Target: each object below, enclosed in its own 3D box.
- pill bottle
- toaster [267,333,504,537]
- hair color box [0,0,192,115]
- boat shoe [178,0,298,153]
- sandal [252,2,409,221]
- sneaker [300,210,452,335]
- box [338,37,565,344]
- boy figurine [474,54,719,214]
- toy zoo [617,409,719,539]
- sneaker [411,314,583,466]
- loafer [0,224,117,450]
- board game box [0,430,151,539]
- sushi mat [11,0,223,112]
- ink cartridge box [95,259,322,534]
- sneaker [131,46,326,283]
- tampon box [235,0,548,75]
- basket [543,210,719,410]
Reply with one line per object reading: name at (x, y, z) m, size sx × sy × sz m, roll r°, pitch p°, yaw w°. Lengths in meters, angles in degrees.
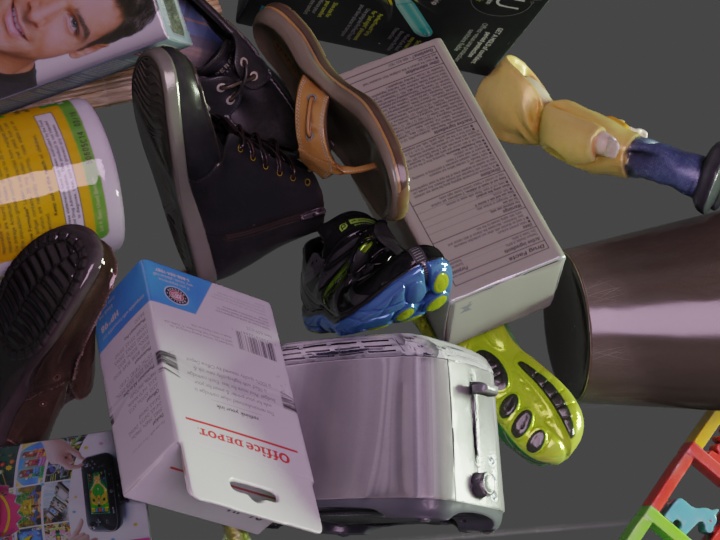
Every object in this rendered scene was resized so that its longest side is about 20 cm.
pill bottle at (-0.270, -0.043, 1.432) m, size 0.200 × 0.111 × 0.111 m, roll -15°, pitch 86°, yaw -17°
toaster at (0.008, 0.117, 1.467) m, size 0.114 × 0.200 × 0.129 m, roll 19°, pitch 69°, yaw -50°
hair color box at (-0.227, -0.170, 1.445) m, size 0.200 × 0.061 × 0.099 m, roll -19°, pitch 87°, yaw 11°
boat shoe at (-0.107, -0.145, 1.508) m, size 0.200 × 0.057 × 0.069 m, roll 44°, pitch 78°, yaw -13°
sandal at (-0.029, -0.104, 1.457) m, size 0.054 × 0.080 × 0.200 m, roll -27°, pitch 61°, yaw -19°
sneaker at (0.000, 0.000, 1.454) m, size 0.071 × 0.200 × 0.083 m, roll -13°, pitch 93°, yaw -21°
box at (0.058, -0.056, 1.506) m, size 0.095 × 0.078 × 0.200 m, roll -20°, pitch 66°, yaw -13°
boy figurine at (0.181, -0.102, 1.573) m, size 0.200 × 0.124 × 0.064 m, roll 24°, pitch 104°, yaw 19°
toy zoo at (0.294, 0.177, 1.606) m, size 0.131 × 0.020 × 0.200 m, roll 39°, pitch 73°, yaw -7°
sneaker at (0.086, 0.063, 1.539) m, size 0.074 × 0.084 × 0.200 m, roll -26°, pitch 71°, yaw -15°
loafer at (-0.212, 0.051, 1.425) m, size 0.071 × 0.200 × 0.073 m, roll 6°, pitch 38°, yaw -42°
board game box at (-0.236, 0.190, 1.377) m, size 0.200 × 0.064 × 0.148 m, roll -8°, pitch 44°, yaw -6°
sushi mat at (-0.194, -0.164, 1.523) m, size 0.200 × 0.012 × 0.096 m, roll -14°, pitch 86°, yaw -17°
ink cartridge box at (-0.104, 0.100, 1.412) m, size 0.116 × 0.067 × 0.200 m, roll 21°, pitch 38°, yaw -36°
sneaker at (-0.090, -0.087, 1.465) m, size 0.106 × 0.200 × 0.075 m, roll -24°, pitch 46°, yaw -14°
tampon box at (0.028, -0.243, 1.516) m, size 0.200 × 0.150 × 0.126 m, roll 10°, pitch 67°, yaw -15°
basket at (0.246, 0.031, 1.559) m, size 0.200 × 0.136 × 0.180 m, roll -4°, pitch 65°, yaw -12°
